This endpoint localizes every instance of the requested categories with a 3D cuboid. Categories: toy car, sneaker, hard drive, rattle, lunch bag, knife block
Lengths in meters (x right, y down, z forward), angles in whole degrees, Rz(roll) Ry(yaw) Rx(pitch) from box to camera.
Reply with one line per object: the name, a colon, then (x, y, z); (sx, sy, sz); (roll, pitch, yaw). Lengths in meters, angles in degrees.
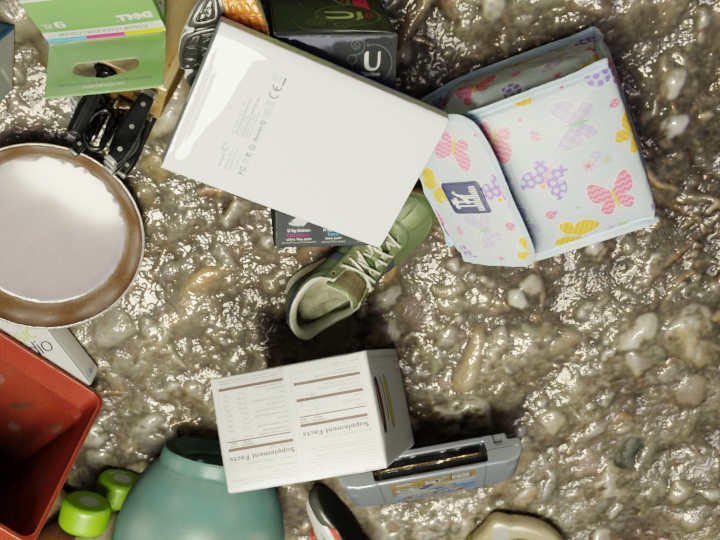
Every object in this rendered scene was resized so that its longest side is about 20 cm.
toy car: (-0.383, 0.306, 1.157); (0.200, 0.158, 0.165); (19, 101, 11)
sneaker: (0.000, 0.000, 0.983); (0.200, 0.090, 0.067); (-38, 111, 21)
hard drive: (-0.046, -0.108, 0.806); (0.200, 0.025, 0.132); (20, 116, -19)
rattle: (0.223, 0.386, 1.177); (0.200, 0.143, 0.130); (32, 99, -9)
lunch bag: (0.152, -0.100, 0.900); (0.200, 0.127, 0.170); (-16, 117, 19)
sneaker: (-0.042, 0.359, 1.209); (0.108, 0.067, 0.201); (-26, 119, 14)
sneaker: (-0.117, -0.188, 0.844); (0.076, 0.092, 0.200); (-1, 150, -8)
knife block: (-0.183, -0.183, 0.833); (0.064, 0.176, 0.200); (24, 118, -12)

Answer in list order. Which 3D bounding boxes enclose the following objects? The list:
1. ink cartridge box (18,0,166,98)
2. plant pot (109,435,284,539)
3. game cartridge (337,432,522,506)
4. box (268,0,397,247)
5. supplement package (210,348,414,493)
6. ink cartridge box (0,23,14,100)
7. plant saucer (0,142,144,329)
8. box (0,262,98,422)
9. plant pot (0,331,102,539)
ink cartridge box: (-0.213, -0.245, 0.792); (0.104, 0.200, 0.059); (-4, 160, 5)
plant pot: (-0.174, 0.266, 1.106); (0.200, 0.200, 0.134); (11, 93, -4)
game cartridge: (0.080, 0.227, 1.102); (0.200, 0.042, 0.133); (-11, 153, 2)
box: (-0.029, -0.134, 0.880); (0.106, 0.122, 0.200); (-2, 122, -7)
supplement package: (-0.040, 0.146, 0.994); (0.156, 0.200, 0.111); (-11, 85, 9)
ink cartridge box: (-0.428, -0.192, 0.874); (0.200, 0.115, 0.068); (12, 120, -3)
plant saucer: (-0.320, -0.036, 0.991); (0.200, 0.032, 0.200); (-4, 113, -8)
box: (-0.405, 0.069, 1.073); (0.144, 0.036, 0.200); (-24, 115, 15)
plant pot: (-0.426, 0.193, 1.027); (0.200, 0.200, 0.176); (37, 125, -17)
